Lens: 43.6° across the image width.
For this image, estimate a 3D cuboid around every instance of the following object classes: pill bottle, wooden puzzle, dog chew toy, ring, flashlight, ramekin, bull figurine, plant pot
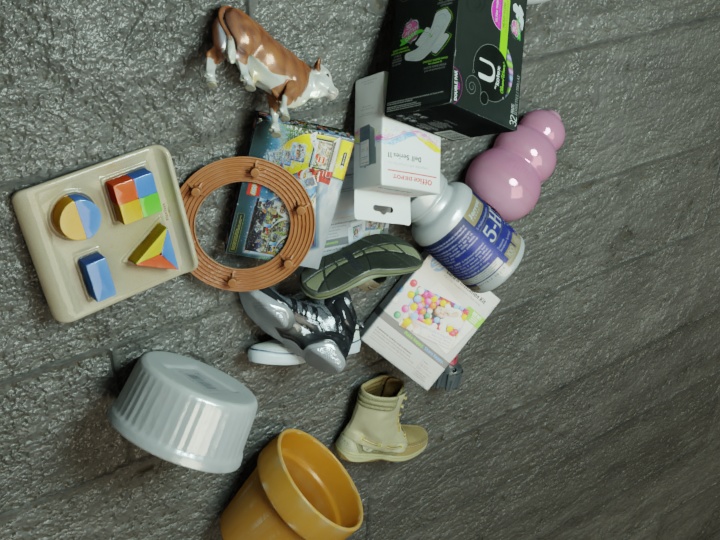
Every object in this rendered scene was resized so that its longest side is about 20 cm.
[{"bbox_3d":[0.151,-0.068,1.415,0.200,0.120,0.120,40,90,-21],"label":"pill bottle"},{"bbox_3d":[-0.312,-0.043,1.136,0.200,0.046,0.186,-23,121,-24],"label":"wooden puzzle"},{"bbox_3d":[0.261,-0.178,1.466,0.200,0.124,0.125,-52,136,-8],"label":"dog chew toy"},{"bbox_3d":[-0.160,-0.058,1.226,0.200,0.019,0.201,-4,116,-8],"label":"ring"},{"bbox_3d":[0.176,0.125,1.629,0.068,0.068,0.200,-7,120,-29],"label":"flashlight"},{"bbox_3d":[-0.242,0.192,1.259,0.200,0.200,0.098,20,96,-44],"label":"ramekin"},{"bbox_3d":[-0.114,-0.249,1.144,0.200,0.065,0.122,31,54,-37],"label":"bull figurine"},{"bbox_3d":[-0.129,0.398,1.497,0.183,0.200,0.200,-41,137,14],"label":"plant pot"}]

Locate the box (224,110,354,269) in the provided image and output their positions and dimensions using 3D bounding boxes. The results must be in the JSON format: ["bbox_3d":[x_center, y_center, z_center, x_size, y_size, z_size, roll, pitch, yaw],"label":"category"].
[{"bbox_3d":[-0.100,-0.108,1.245,0.136,0.038,0.200,11,113,-16],"label":"box"}]

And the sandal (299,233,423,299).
[{"bbox_3d":[-0.001,0.000,1.356,0.201,0.080,0.057,-17,144,-21],"label":"sandal"}]

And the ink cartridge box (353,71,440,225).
[{"bbox_3d":[0.053,-0.169,1.281,0.117,0.067,0.201,3,86,-39],"label":"ink cartridge box"}]

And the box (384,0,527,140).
[{"bbox_3d":[0.132,-0.296,1.227,0.148,0.124,0.201,11,82,-43],"label":"box"}]

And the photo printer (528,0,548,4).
[{"bbox_3d":[0.258,-0.486,1.294,0.166,0.069,0.200,-16,126,-30],"label":"photo printer"}]

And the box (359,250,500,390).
[{"bbox_3d":[0.115,0.078,1.516,0.156,0.041,0.200,39,89,-18],"label":"box"}]

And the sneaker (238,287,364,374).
[{"bbox_3d":[-0.085,0.058,1.359,0.200,0.075,0.114,41,60,-12],"label":"sneaker"}]

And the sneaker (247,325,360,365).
[{"bbox_3d":[-0.089,0.104,1.419,0.200,0.073,0.071,-7,99,-37],"label":"sneaker"}]

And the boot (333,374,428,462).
[{"bbox_3d":[0.060,0.264,1.625,0.200,0.073,0.156,4,118,-33],"label":"boot"}]

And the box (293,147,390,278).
[{"bbox_3d":[-0.024,-0.094,1.349,0.156,0.041,0.200,-14,126,-31],"label":"box"}]
